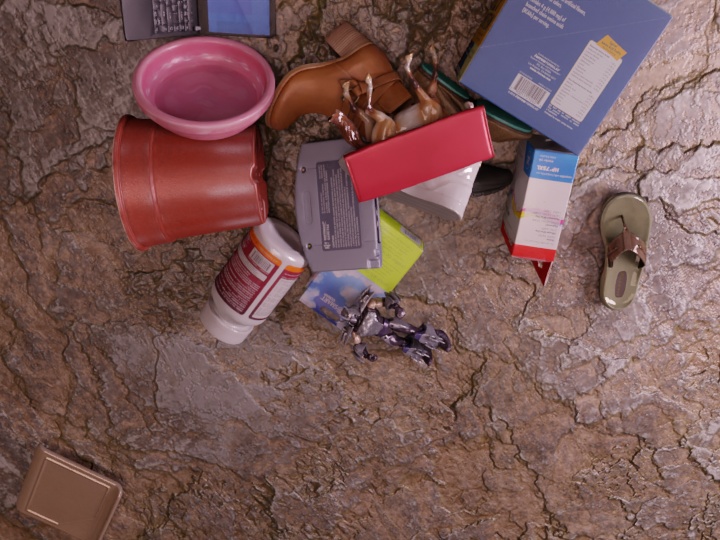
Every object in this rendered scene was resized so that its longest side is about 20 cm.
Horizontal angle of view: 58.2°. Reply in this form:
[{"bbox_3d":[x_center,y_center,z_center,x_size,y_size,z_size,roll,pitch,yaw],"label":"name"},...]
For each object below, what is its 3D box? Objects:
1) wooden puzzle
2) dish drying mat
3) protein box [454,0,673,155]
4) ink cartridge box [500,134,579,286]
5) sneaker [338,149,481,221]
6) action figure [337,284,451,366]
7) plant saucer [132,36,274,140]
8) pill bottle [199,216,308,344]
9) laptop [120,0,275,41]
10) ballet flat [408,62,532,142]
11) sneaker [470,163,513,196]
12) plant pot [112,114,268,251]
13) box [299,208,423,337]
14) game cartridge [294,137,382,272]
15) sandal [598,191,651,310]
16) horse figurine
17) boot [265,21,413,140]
[{"bbox_3d":[-0.599,0.464,1.335,0.198,0.037,0.187,30,112,-2],"label":"wooden puzzle"},{"bbox_3d":[0.080,-0.156,0.875,0.197,0.018,0.078,-19,119,2],"label":"dish drying mat"},{"bbox_3d":[0.263,-0.305,0.880,0.196,0.135,0.202,28,112,-6],"label":"protein box"},{"bbox_3d":[0.262,-0.093,0.979,0.066,0.117,0.203,8,112,1],"label":"ink cartridge box"},{"bbox_3d":[0.076,-0.160,0.941,0.197,0.074,0.117,23,80,10],"label":"sneaker"},{"bbox_3d":[0.048,0.098,1.068,0.197,0.070,0.131,21,122,-24],"label":"action figure"},{"bbox_3d":[-0.221,-0.256,0.928,0.197,0.203,0.051,10,143,1],"label":"plant saucer"},{"bbox_3d":[-0.177,0.020,1.069,0.109,0.110,0.201,36,111,-10],"label":"pill bottle"},{"bbox_3d":[-0.222,-0.410,0.889,0.102,0.199,0.180,21,122,33],"label":"laptop"},{"bbox_3d":[0.156,-0.230,0.963,0.198,0.068,0.073,28,122,-4],"label":"ballet flat"},{"bbox_3d":[0.137,-0.163,0.989,0.196,0.076,0.093,5,104,-1],"label":"sneaker"},{"bbox_3d":[-0.243,-0.137,0.976,0.191,0.201,0.204,-4,113,-2],"label":"plant pot"},{"bbox_3d":[0.000,0.000,1.078,0.121,0.048,0.201,35,111,-8],"label":"box"},{"bbox_3d":[-0.037,-0.101,1.011,0.131,0.041,0.204,-3,93,12],"label":"game cartridge"},{"bbox_3d":[0.422,-0.025,1.024,0.078,0.058,0.204,-4,112,7],"label":"sandal"},{"bbox_3d":[0.055,-0.215,0.882,0.197,0.050,0.134,-23,108,-2],"label":"horse figurine"},{"bbox_3d":[-0.032,-0.240,0.950,0.200,0.077,0.156,-42,82,6],"label":"boot"}]
